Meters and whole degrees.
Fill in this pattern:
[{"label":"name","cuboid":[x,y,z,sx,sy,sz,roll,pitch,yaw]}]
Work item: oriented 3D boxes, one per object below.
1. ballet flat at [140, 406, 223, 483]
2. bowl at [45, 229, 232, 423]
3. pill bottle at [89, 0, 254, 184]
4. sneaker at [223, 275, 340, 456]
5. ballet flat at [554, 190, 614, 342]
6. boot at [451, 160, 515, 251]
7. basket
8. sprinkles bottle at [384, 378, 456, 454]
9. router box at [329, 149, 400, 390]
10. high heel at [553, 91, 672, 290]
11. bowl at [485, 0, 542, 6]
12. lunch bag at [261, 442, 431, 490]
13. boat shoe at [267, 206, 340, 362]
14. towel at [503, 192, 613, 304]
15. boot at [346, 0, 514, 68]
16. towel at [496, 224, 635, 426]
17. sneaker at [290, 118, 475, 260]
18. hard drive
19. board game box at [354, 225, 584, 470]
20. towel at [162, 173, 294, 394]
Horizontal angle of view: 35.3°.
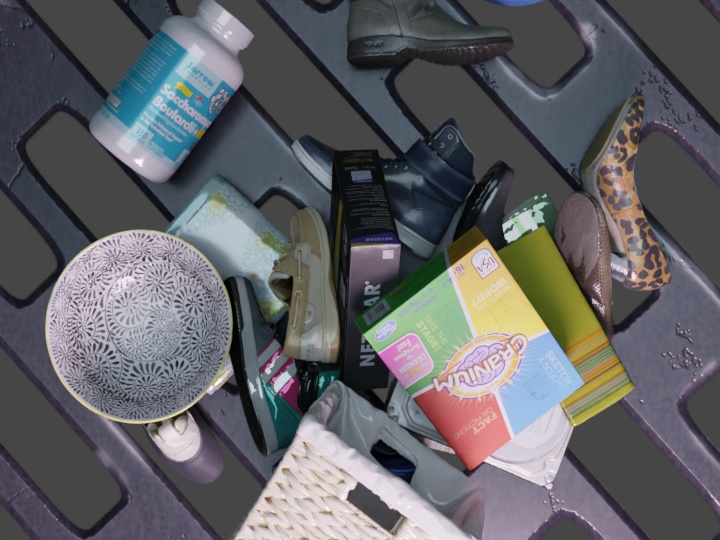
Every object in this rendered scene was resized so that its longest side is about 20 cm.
[{"label":"ballet flat","cuboid":[-0.230,0.163,1.297,0.073,0.073,0.201,-34,88,3]},{"label":"bowl","cuboid":[-0.233,0.062,1.232,0.198,0.094,0.204,0,85,-2]},{"label":"pill bottle","cuboid":[-0.206,-0.206,1.271,0.110,0.111,0.201,37,93,3]},{"label":"sneaker","cuboid":[-0.078,0.093,1.255,0.119,0.083,0.203,-16,101,-20]},{"label":"ballet flat","cuboid":[0.252,0.003,1.233,0.046,0.067,0.202,-25,119,-29]},{"label":"boot","cuboid":[0.162,-0.009,1.255,0.130,0.070,0.202,22,104,-2]},{"label":"basket","cuboid":[-0.001,0.237,1.085,0.197,0.200,0.162,36,98,4]},{"label":"sprinkles bottle","cuboid":[0.123,0.177,1.274,0.197,0.068,0.069,14,91,4]},{"label":"router box","cuboid":[0.000,0.000,1.189,0.051,0.158,0.202,-3,132,-8]},{"label":"high heel","cuboid":[0.314,-0.084,1.267,0.141,0.071,0.202,24,91,-6]},{"label":"bowl","cuboid":[0.177,-0.405,1.282,0.197,0.039,0.204,0,90,4]},{"label":"lunch bag","cuboid":[-0.013,0.252,1.249,0.197,0.136,0.134,-1,90,5]},{"label":"boat shoe","cuboid":[-0.066,0.011,1.220,0.068,0.074,0.202,-2,48,-10]},{"label":"towel","cuboid":[0.166,0.025,1.294,0.199,0.023,0.154,-32,89,2]},{"label":"boot","cuboid":[0.074,-0.303,1.279,0.197,0.068,0.133,-1,85,2]},{"label":"towel","cuboid":[0.210,0.058,1.206,0.085,0.018,0.202,-27,84,-16]},{"label":"sneaker","cuboid":[0.035,-0.128,1.266,0.201,0.077,0.147,34,103,-7]},{"label":"hard drive","cuboid":[0.136,0.132,1.214,0.198,0.038,0.141,24,83,-3]},{"label":"board game box","cuboid":[0.111,0.080,1.126,0.152,0.040,0.201,-37,114,2]},{"label":"towel","cuboid":[-0.170,0.018,1.304,0.171,0.048,0.200,42,93,-1]}]
